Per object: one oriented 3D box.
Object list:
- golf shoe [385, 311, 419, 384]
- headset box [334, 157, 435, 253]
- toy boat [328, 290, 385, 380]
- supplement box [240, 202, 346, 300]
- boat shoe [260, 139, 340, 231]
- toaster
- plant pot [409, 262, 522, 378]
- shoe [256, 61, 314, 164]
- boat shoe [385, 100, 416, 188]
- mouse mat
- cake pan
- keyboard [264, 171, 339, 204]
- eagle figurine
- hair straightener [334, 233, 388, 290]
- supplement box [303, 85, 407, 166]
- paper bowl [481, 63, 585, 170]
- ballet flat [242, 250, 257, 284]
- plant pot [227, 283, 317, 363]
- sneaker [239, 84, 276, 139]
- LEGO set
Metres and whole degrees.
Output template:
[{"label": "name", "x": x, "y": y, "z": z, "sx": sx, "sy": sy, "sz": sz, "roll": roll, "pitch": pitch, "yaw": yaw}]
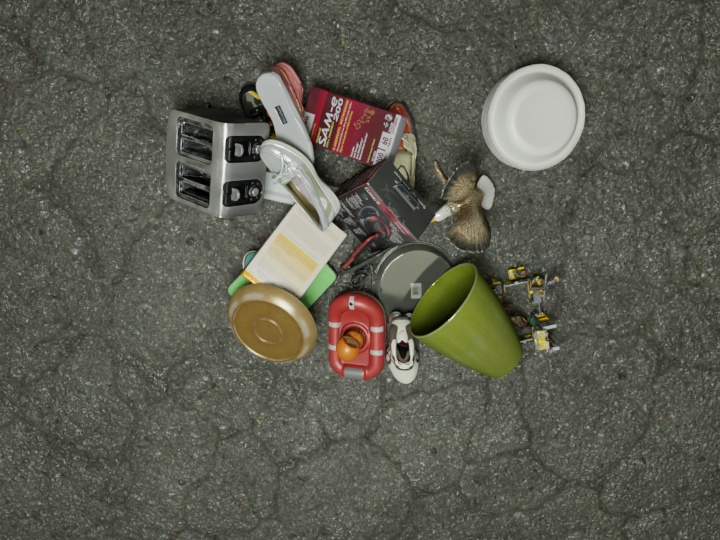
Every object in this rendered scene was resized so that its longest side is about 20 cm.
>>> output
[{"label": "golf shoe", "x": 0.089, "y": 0.187, "z": 1.243, "sx": 0.075, "sy": 0.089, "sz": 0.203, "roll": -4, "pitch": 125, "yaw": 7}, {"label": "headset box", "x": 0.042, "y": -0.123, "z": 1.116, "sx": 0.149, "sy": 0.199, "sz": 0.075, "roll": 46, "pitch": 66, "yaw": -16}, {"label": "toy boat", "x": -0.016, "y": 0.149, "z": 1.217, "sx": 0.127, "sy": 0.131, "sz": 0.205, "roll": 3, "pitch": 104, "yaw": 14}, {"label": "supplement box", "x": -0.138, "y": -0.034, "z": 1.171, "sx": 0.125, "sy": 0.073, "sz": 0.201, "roll": 39, "pitch": 81, "yaw": -12}, {"label": "boat shoe", "x": -0.119, "y": -0.163, "z": 1.087, "sx": 0.074, "sy": 0.065, "sz": 0.202, "roll": -9, "pitch": 133, "yaw": 45}, {"label": "toaster", "x": -0.283, "y": -0.217, "z": 1.108, "sx": 0.197, "sy": 0.118, "sz": 0.185, "roll": 22, "pitch": 113, "yaw": 29}, {"label": "plant pot", "x": 0.233, "y": 0.122, "z": 1.162, "sx": 0.199, "sy": 0.188, "sz": 0.187, "roll": 41, "pitch": 100, "yaw": -15}, {"label": "shoe", "x": -0.130, "y": -0.295, "z": 1.097, "sx": 0.070, "sy": 0.092, "sz": 0.203, "roll": -9, "pitch": 120, "yaw": 24}, {"label": "boat shoe", "x": 0.082, "y": -0.244, "z": 1.167, "sx": 0.069, "sy": 0.063, "sz": 0.205, "roll": -4, "pitch": 103, "yaw": 2}, {"label": "mouse mat", "x": -0.164, "y": 0.028, "z": 1.204, "sx": 0.161, "sy": 0.008, "sz": 0.200, "roll": 46, "pitch": 77, "yaw": -10}, {"label": "cake pan", "x": 0.124, "y": 0.038, "z": 1.249, "sx": 0.195, "sy": 0.037, "sz": 0.205, "roll": 0, "pitch": 104, "yaw": 0}, {"label": "keyboard", "x": -0.130, "y": -0.166, "z": 1.211, "sx": 0.195, "sy": 0.011, "sz": 0.058, "roll": 12, "pitch": 98, "yaw": -4}, {"label": "eagle figurine", "x": 0.201, "y": -0.130, "z": 1.122, "sx": 0.150, "sy": 0.200, "sz": 0.153, "roll": 27, "pitch": 100, "yaw": -10}, {"label": "hair straightener", "x": 0.000, "y": 0.000, "z": 1.182, "sx": 0.078, "sy": 0.041, "sz": 0.200, "roll": 57, "pitch": 141, "yaw": 6}, {"label": "supplement box", "x": -0.018, "y": -0.281, "z": 1.128, "sx": 0.197, "sy": 0.061, "sz": 0.111, "roll": 22, "pitch": 104, "yaw": 14}, {"label": "paper bowl", "x": 0.348, "y": -0.303, "z": 1.134, "sx": 0.196, "sy": 0.105, "sz": 0.205, "roll": 0, "pitch": 104, "yaw": 1}, {"label": "ballet flat", "x": -0.189, "y": 0.047, "z": 1.233, "sx": 0.069, "sy": 0.070, "sz": 0.201, "roll": -37, "pitch": 99, "yaw": 8}, {"label": "plant pot", "x": -0.184, "y": 0.117, "z": 1.155, "sx": 0.195, "sy": 0.028, "sz": 0.203, "roll": 9, "pitch": 125, "yaw": 12}, {"label": "sneaker", "x": -0.180, "y": -0.280, "z": 1.139, "sx": 0.069, "sy": 0.090, "sz": 0.203, "roll": -27, "pitch": 103, "yaw": 6}, {"label": "LEGO set", "x": 0.350, "y": 0.101, "z": 1.225, "sx": 0.150, "sy": 0.116, "sz": 0.205, "roll": -4, "pitch": 104, "yaw": 0}]
